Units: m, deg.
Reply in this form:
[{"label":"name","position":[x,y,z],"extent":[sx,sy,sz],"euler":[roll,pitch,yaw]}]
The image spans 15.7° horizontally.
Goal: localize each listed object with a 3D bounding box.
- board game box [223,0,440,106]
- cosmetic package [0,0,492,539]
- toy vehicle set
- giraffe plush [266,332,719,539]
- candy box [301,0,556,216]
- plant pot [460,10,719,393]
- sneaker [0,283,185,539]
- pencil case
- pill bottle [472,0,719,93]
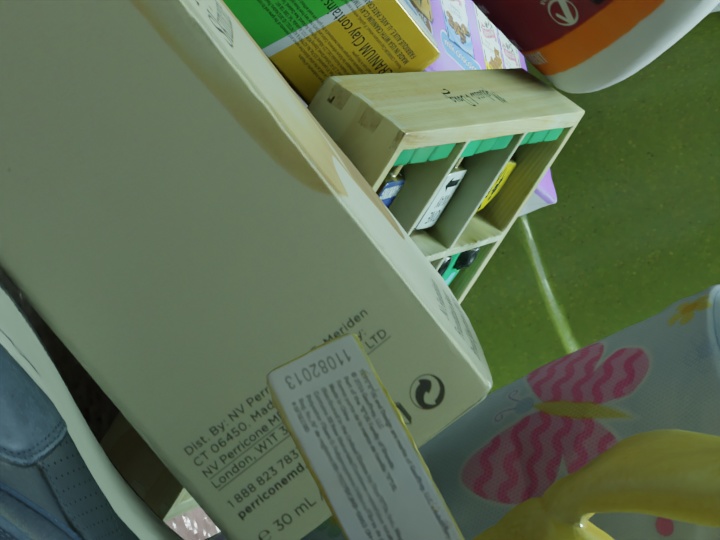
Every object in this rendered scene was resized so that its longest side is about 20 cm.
[{"label":"board game box","position":[-0.064,-0.151,0.752],"extent":[0.153,0.040,0.200],"euler":[46,11,-51]},{"label":"cosmetic package","position":[-0.060,-0.040,0.600],"extent":[0.200,0.071,0.105],"euler":[51,5,-15]},{"label":"toy vehicle set","position":[0.000,0.000,0.768],"extent":[0.026,0.125,0.200],"euler":[35,15,12]},{"label":"giraffe plush","position":[0.030,0.128,0.508],"extent":[0.162,0.171,0.201],"euler":[73,6,-71]},{"label":"candy box","position":[-0.008,-0.128,0.938],"extent":[0.168,0.071,0.201],"euler":[36,40,-59]},{"label":"plant pot","position":[0.133,-0.028,1.056],"extent":[0.200,0.189,0.201],"euler":[53,25,-39]},{"label":"sneaker","position":[-0.060,0.106,0.537],"extent":[0.203,0.077,0.146],"euler":[51,16,-27]},{"label":"pencil case","position":[0.029,0.081,0.649],"extent":[0.083,0.199,0.091],"euler":[44,24,-41]},{"label":"pill bottle","position":[0.038,-0.161,0.821],"extent":[0.200,0.109,0.110],"euler":[45,25,-12]}]
